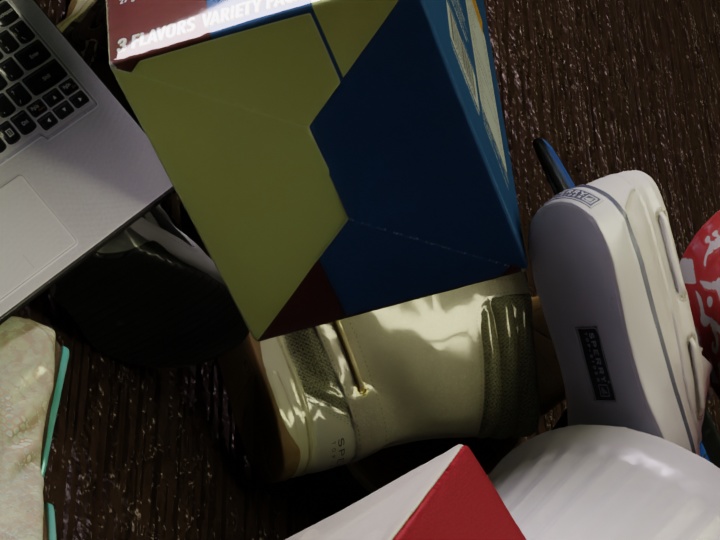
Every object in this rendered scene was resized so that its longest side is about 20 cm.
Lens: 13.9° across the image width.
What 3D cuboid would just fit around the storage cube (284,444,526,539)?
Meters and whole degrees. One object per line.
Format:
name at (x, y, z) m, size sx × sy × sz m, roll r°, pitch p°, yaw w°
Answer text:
storage cube at (0.002, 0.206, 1.195) m, size 0.180 × 0.171 × 0.200 m, roll 59°, pitch 23°, yaw -4°

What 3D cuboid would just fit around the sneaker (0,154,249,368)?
sneaker at (-0.121, -0.027, 1.337) m, size 0.200 × 0.074 × 0.089 m, roll 39°, pitch 33°, yaw -43°

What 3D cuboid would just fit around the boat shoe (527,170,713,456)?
boat shoe at (0.133, 0.052, 1.349) m, size 0.065 × 0.073 × 0.200 m, roll -25°, pitch 113°, yaw -39°

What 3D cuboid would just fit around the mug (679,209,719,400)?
mug at (0.237, 0.033, 1.344) m, size 0.133 × 0.178 × 0.200 m, roll 9°, pitch 26°, yaw -24°

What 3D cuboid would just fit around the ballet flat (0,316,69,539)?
ballet flat at (-0.155, 0.091, 1.166) m, size 0.062 × 0.068 × 0.200 m, roll 20°, pitch 34°, yaw -18°

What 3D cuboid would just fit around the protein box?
protein box at (-0.022, -0.117, 1.330) m, size 0.199 × 0.135 × 0.200 m, roll 65°, pitch 13°, yaw -48°

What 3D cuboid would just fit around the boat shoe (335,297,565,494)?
boat shoe at (0.047, 0.076, 1.567) m, size 0.200 × 0.065 × 0.073 m, roll -25°, pitch 84°, yaw -48°

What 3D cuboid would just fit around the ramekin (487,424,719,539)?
ramekin at (0.108, 0.179, 1.322) m, size 0.098 × 0.200 × 0.201 m, roll -36°, pitch 97°, yaw -44°

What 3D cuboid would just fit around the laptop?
laptop at (-0.161, -0.097, 1.193) m, size 0.200 × 0.116 × 0.187 m, roll 50°, pitch 44°, yaw 0°

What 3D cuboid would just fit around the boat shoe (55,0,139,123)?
boat shoe at (-0.113, -0.107, 1.458) m, size 0.073 × 0.065 × 0.200 m, roll 51°, pitch 25°, yaw -26°

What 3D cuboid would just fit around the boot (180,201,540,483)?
boot at (0.000, 0.000, 1.465) m, size 0.154 × 0.072 × 0.200 m, roll -8°, pitch 70°, yaw -22°

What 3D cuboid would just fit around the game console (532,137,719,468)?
game console at (0.110, 0.063, 1.495) m, size 0.118 × 0.171 × 0.200 m, roll 27°, pitch -16°, yaw 28°
